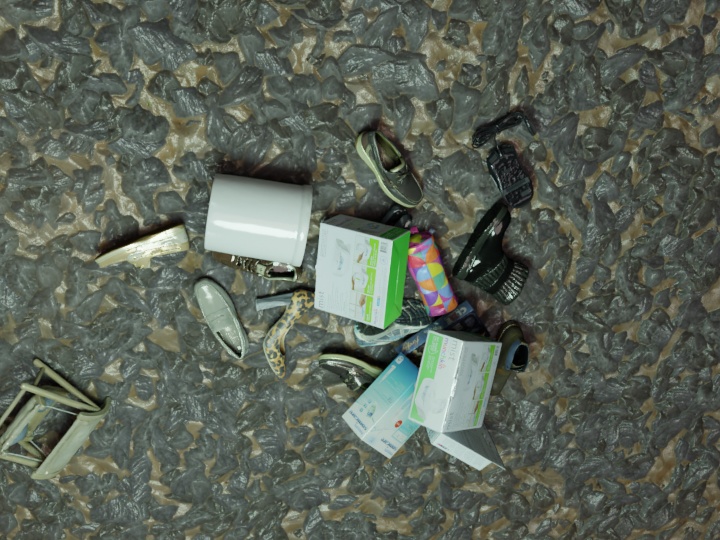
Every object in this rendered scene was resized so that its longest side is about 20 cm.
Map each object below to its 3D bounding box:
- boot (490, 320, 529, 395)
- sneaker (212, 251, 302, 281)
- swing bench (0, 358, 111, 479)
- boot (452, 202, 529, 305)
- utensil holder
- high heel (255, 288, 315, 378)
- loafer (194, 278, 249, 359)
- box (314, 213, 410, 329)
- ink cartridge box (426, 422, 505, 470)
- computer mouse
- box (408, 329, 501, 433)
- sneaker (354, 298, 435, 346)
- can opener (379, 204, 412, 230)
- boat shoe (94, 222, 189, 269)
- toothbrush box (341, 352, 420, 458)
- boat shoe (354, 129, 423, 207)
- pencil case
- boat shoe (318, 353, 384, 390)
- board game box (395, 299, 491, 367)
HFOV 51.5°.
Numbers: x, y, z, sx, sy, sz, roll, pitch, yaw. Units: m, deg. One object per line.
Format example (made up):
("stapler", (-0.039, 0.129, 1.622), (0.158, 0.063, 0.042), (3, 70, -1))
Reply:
("boot", (0.346, 0.228, 1.784), (0.074, 0.097, 0.201), (8, 110, -11))
("sneaker", (-0.221, -0.021, 1.615), (0.199, 0.076, 0.071), (10, 110, -12))
("swing bench", (-0.698, 0.341, 1.659), (0.200, 0.130, 0.199), (35, 102, -19))
("boot", (0.321, -0.036, 1.684), (0.157, 0.080, 0.212), (25, 117, -9))
("utensil holder", (-0.210, -0.107, 1.538), (0.199, 0.170, 0.171), (9, 110, -8))
("high heel", (-0.149, 0.144, 1.690), (0.142, 0.071, 0.201), (-10, 103, 2))
("loafer", (-0.305, 0.108, 1.656), (0.070, 0.070, 0.200), (-28, 112, 3))
("box", (0.000, 0.000, 1.603), (0.176, 0.097, 0.201), (14, 113, 25))
("ink cartridge box", (0.233, 0.384, 1.775), (0.200, 0.197, 0.043), (34, 105, -18))
("computer mouse", (0.336, -0.246, 1.630), (0.140, 0.046, 0.200), (-34, 107, 1))
("box", (0.209, 0.239, 1.625), (0.176, 0.096, 0.201), (7, 97, -51))
("sneaker", (0.075, 0.126, 1.729), (0.199, 0.078, 0.086), (-10, 147, -18))
("can opener", (0.041, -0.062, 1.648), (0.063, 0.079, 0.200), (36, 115, -11))
("boat shoe", (-0.457, -0.037, 1.576), (0.199, 0.074, 0.069), (-20, 107, -1))
("toothbrush box", (0.079, 0.308, 1.695), (0.200, 0.085, 0.146), (-45, 138, -2))
("boat shoe", (0.069, -0.213, 1.578), (0.200, 0.065, 0.073), (44, 66, -21))
("pencil case", (0.154, 0.004, 1.676), (0.088, 0.088, 0.201), (-22, 113, 1))
("boat shoe", (-0.006, 0.247, 1.737), (0.199, 0.073, 0.065), (19, 66, -15))
("board game box", (0.194, 0.166, 1.742), (0.200, 0.035, 0.136), (-35, 138, 6))
